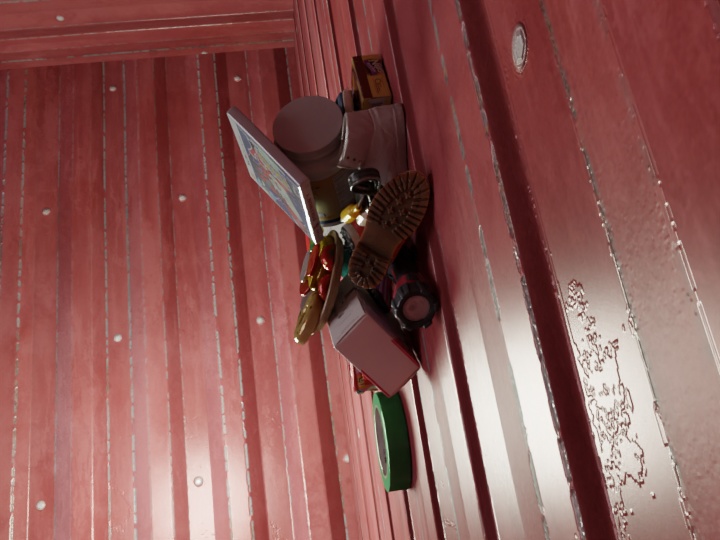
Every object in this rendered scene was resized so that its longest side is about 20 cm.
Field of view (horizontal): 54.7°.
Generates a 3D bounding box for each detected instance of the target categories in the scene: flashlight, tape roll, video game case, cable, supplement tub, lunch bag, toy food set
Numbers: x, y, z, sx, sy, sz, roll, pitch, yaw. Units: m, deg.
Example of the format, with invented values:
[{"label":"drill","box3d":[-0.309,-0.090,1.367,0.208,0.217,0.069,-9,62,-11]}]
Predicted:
[{"label":"flashlight","box3d":[0.069,0.021,1.069,0.068,0.067,0.201,47,-172,-19]},{"label":"tape roll","box3d":[0.064,0.357,1.465,0.200,0.047,0.206,173,90,-83]},{"label":"video game case","box3d":[-0.141,-0.156,1.170,0.200,0.023,0.183,45,165,23]},{"label":"cable","box3d":[0.021,-0.105,1.024,0.200,0.095,0.052,130,131,-82]},{"label":"supplement tub","box3d":[-0.072,-0.188,1.217,0.201,0.141,0.147,74,-175,-57]},{"label":"lunch bag","box3d":[0.007,0.173,1.575,0.178,0.080,0.204,-95,-1,-56]},{"label":"toy food set","box3d":[-0.079,0.022,1.270,0.199,0.047,0.204,-109,35,-65]}]

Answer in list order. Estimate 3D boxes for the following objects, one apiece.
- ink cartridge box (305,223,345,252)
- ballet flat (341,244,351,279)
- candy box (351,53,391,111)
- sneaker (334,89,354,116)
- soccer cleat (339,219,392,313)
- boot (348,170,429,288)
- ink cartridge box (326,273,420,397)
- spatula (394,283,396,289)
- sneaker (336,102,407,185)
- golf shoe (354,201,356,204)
[{"label":"ink cartridge box","box3d":[-0.038,-0.066,1.489,0.198,0.066,0.119,24,125,46]},{"label":"ballet flat","box3d":[0.000,0.000,1.368,0.201,0.066,0.065,55,-164,-45]},{"label":"candy box","box3d":[0.016,-0.273,1.276,0.202,0.055,0.119,90,170,-52]},{"label":"sneaker","box3d":[-0.053,-0.271,1.282,0.200,0.082,0.077,122,141,-80]},{"label":"soccer cleat","box3d":[0.030,-0.010,1.201,0.068,0.072,0.202,46,164,52]},{"label":"boot","box3d":[0.050,-0.077,1.032,0.202,0.074,0.108,-59,-4,37]},{"label":"ink cartridge box","box3d":[0.015,0.110,1.243,0.146,0.083,0.200,44,-172,-20]},{"label":"spatula","box3d":[0.066,0.014,1.237,0.201,0.020,0.058,-103,14,-66]},{"label":"sneaker","box3d":[0.018,-0.159,1.124,0.074,0.112,0.205,-128,31,-73]},{"label":"golf shoe","box3d":[0.027,-0.089,1.262,0.088,0.075,0.205,-58,-22,-67]}]
